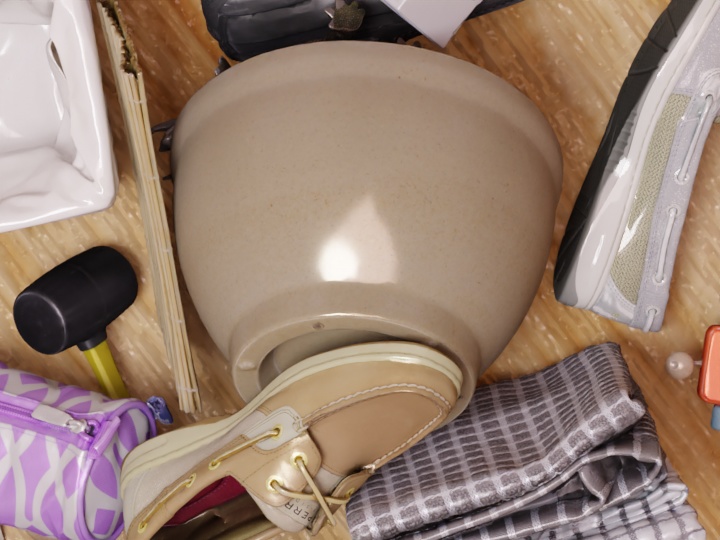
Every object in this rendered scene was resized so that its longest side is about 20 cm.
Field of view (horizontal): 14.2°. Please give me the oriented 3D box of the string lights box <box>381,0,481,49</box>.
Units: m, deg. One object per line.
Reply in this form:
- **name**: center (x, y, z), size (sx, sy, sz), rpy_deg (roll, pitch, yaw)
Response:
- **string lights box**: center (-0.001, -0.212, 1.452), size (0.103, 0.059, 0.200), rpy_deg (-50, 59, 4)

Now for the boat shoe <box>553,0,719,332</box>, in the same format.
- **boat shoe**: center (0.164, -0.067, 1.507), size (0.065, 0.074, 0.202), rpy_deg (21, 98, -7)

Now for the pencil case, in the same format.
- **pencil case**: center (-0.202, 0.080, 1.485), size (0.200, 0.086, 0.084), rpy_deg (13, 68, 19)

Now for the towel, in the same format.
- **towel**: center (0.074, 0.104, 1.454), size (0.165, 0.200, 0.086), rpy_deg (-17, 99, 2)

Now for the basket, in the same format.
- **basket**: center (-0.226, -0.083, 1.480), size (0.199, 0.123, 0.136), rpy_deg (-9, 94, 0)

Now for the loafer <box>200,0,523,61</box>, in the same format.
- **loafer**: center (0.017, -0.149, 1.504), size (0.200, 0.070, 0.068), rpy_deg (-9, 51, 5)

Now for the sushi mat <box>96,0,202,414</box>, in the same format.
- **sushi mat**: center (-0.107, -0.034, 1.461), size (0.012, 0.096, 0.200), rpy_deg (-12, 120, -6)

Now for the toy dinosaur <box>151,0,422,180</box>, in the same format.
- **toy dinosaur**: center (-0.003, -0.082, 1.494), size (0.200, 0.102, 0.077), rpy_deg (11, 70, -19)

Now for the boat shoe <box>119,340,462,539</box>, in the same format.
- **boat shoe**: center (-0.033, 0.097, 1.389), size (0.200, 0.067, 0.074), rpy_deg (-28, 134, 33)

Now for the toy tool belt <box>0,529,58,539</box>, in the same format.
- **toy tool belt**: center (-0.157, 0.203, 1.503), size (0.125, 0.123, 0.201), rpy_deg (0, 94, 0)

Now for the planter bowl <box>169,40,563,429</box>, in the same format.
- **planter bowl**: center (0.000, 0.000, 1.427), size (0.200, 0.200, 0.135), rpy_deg (3, 55, 0)

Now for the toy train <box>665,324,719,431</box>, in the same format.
- **toy train**: center (0.232, 0.117, 1.531), size (0.150, 0.056, 0.201), rpy_deg (3, 92, 1)

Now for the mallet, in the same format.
- **mallet**: center (-0.115, 0.081, 1.538), size (0.041, 0.066, 0.200), rpy_deg (-11, 114, 41)
